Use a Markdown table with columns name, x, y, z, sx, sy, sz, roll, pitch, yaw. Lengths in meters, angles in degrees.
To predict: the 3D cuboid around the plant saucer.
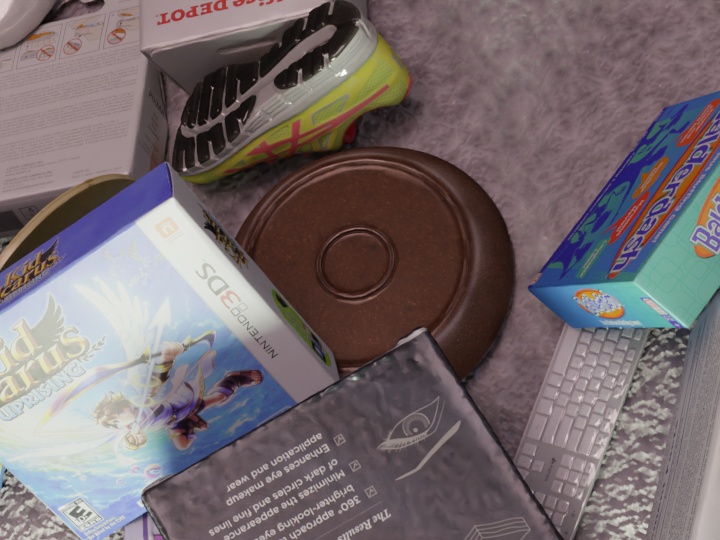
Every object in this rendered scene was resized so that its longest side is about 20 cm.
| name | x | y | z | sx | sy | sz | roll | pitch | yaw |
| --- | --- | --- | --- | --- | --- | --- | --- | --- | --- |
| plant saucer | 0.000 | 0.000 | 1.335 | 0.200 | 0.035 | 0.201 | -6 | 63 | 12 |

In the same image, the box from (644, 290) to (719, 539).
| name | x | y | z | sx | sy | sz | roll | pitch | yaw |
| --- | --- | --- | --- | --- | --- | --- | --- | --- | --- |
| box | 0.226 | 0.111 | 1.113 | 0.105 | 0.200 | 0.184 | 14 | 75 | 3 |

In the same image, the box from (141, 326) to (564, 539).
| name | x | y | z | sx | sy | sz | roll | pitch | yaw |
| --- | --- | --- | --- | --- | --- | --- | --- | --- | --- |
| box | 0.008 | 0.177 | 1.196 | 0.196 | 0.117 | 0.200 | -29 | 68 | -8 |

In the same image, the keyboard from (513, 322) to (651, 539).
| name | x | y | z | sx | sy | sz | roll | pitch | yaw |
| --- | --- | --- | --- | --- | --- | --- | --- | --- | --- |
| keyboard | 0.138 | 0.082 | 1.278 | 0.056 | 0.011 | 0.200 | 16 | 77 | 26 |

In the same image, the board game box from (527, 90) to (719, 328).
| name | x | y | z | sx | sy | sz | roll | pitch | yaw |
| --- | --- | --- | --- | --- | --- | --- | --- | --- | --- |
| board game box | 0.186 | -0.037 | 1.199 | 0.045 | 0.200 | 0.152 | 39 | 80 | -9 |

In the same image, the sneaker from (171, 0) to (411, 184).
| name | x | y | z | sx | sy | sz | roll | pitch | yaw |
| --- | --- | --- | --- | --- | --- | --- | --- | --- | --- |
| sneaker | -0.048 | -0.103 | 1.389 | 0.200 | 0.090 | 0.078 | -26 | 48 | 37 |

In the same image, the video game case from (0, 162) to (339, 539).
| name | x | y | z | sx | sy | sz | roll | pitch | yaw |
| --- | --- | --- | --- | --- | --- | --- | --- | --- | --- |
| video game case | -0.144 | 0.057 | 1.246 | 0.200 | 0.181 | 0.045 | -33 | 33 | 10 |

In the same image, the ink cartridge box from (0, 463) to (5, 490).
| name | x | y | z | sx | sy | sz | roll | pitch | yaw |
| --- | --- | --- | --- | --- | --- | --- | --- | --- | --- |
| ink cartridge box | -0.298 | 0.048 | 1.379 | 0.136 | 0.076 | 0.200 | 27 | 117 | 27 |

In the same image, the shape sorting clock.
| name | x | y | z | sx | sy | sz | roll | pitch | yaw |
| --- | --- | --- | --- | --- | --- | --- | --- | --- | --- |
| shape sorting clock | -0.202 | 0.023 | 1.331 | 0.039 | 0.200 | 0.200 | 36 | 86 | 22 |

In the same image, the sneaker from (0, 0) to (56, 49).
| name | x | y | z | sx | sy | sz | roll | pitch | yaw |
| --- | --- | --- | --- | --- | --- | --- | --- | --- | --- |
| sneaker | -0.256 | -0.267 | 1.522 | 0.075 | 0.088 | 0.200 | 15 | 74 | 30 |

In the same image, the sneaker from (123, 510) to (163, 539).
| name | x | y | z | sx | sy | sz | roll | pitch | yaw |
| --- | --- | --- | --- | --- | --- | --- | --- | --- | --- |
| sneaker | -0.075 | 0.224 | 1.285 | 0.114 | 0.073 | 0.201 | -23 | 65 | 0 |

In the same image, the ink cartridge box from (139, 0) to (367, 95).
| name | x | y | z | sx | sy | sz | roll | pitch | yaw |
| --- | --- | --- | --- | --- | --- | --- | --- | --- | --- |
| ink cartridge box | -0.077 | -0.239 | 1.445 | 0.144 | 0.084 | 0.200 | -11 | 66 | 18 |

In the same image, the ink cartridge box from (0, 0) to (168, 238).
| name | x | y | z | sx | sy | sz | roll | pitch | yaw |
| --- | --- | --- | --- | --- | --- | --- | --- | --- | --- |
| ink cartridge box | -0.218 | -0.119 | 1.493 | 0.162 | 0.050 | 0.200 | -10 | 49 | 19 |
